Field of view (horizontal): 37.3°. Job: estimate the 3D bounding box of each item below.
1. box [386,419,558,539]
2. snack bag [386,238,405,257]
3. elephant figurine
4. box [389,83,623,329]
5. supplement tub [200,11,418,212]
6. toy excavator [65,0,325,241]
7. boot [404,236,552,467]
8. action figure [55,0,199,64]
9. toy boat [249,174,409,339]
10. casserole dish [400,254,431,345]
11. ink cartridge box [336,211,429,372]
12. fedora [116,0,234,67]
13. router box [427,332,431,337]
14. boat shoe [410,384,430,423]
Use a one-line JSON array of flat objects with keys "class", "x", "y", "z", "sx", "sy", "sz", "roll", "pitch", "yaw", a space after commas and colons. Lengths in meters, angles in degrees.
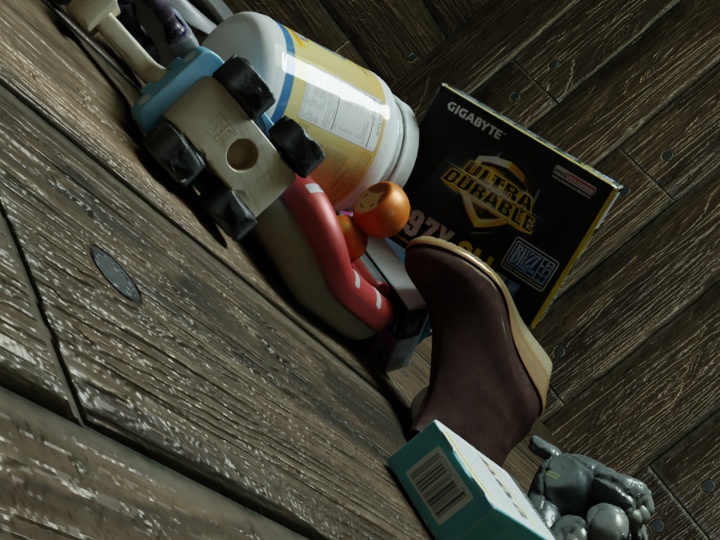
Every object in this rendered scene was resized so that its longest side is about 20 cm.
[{"class": "box", "x": 0.095, "y": 0.185, "z": 0.824, "sx": 0.082, "sy": 0.049, "sz": 0.200, "roll": 55, "pitch": 6, "yaw": 34}, {"class": "snack bag", "x": -0.015, "y": -0.084, "z": 1.178, "sx": 0.021, "sy": 0.200, "sz": 0.189, "roll": -34, "pitch": 85, "yaw": -43}, {"class": "elephant figurine", "x": 0.239, "y": 0.291, "z": 1.066, "sx": 0.141, "sy": 0.156, "sz": 0.201, "roll": -2, "pitch": -49, "yaw": 38}, {"class": "box", "x": 0.128, "y": -0.063, "z": 1.038, "sx": 0.199, "sy": 0.160, "sz": 0.049, "roll": 34, "pitch": 17, "yaw": 15}, {"class": "supplement tub", "x": -0.056, "y": -0.140, "z": 1.007, "sx": 0.199, "sy": 0.145, "sz": 0.145, "roll": 20, "pitch": 25, "yaw": -40}, {"class": "toy excavator", "x": -0.148, "y": -0.137, "z": 0.861, "sx": 0.195, "sy": 0.100, "sz": 0.200, "roll": 50, "pitch": -8, "yaw": -32}, {"class": "boot", "x": 0.086, "y": 0.083, "z": 0.962, "sx": 0.200, "sy": 0.072, "sz": 0.167, "roll": 46, "pitch": 51, "yaw": -10}, {"class": "action figure", "x": -0.205, "y": -0.251, "z": 0.951, "sx": 0.200, "sy": 0.129, "sz": 0.070, "roll": 74, "pitch": -5, "yaw": -59}, {"class": "toy boat", "x": -0.013, "y": -0.031, "z": 0.960, "sx": 0.131, "sy": 0.131, "sz": 0.200, "roll": 53, "pitch": 5, "yaw": 29}, {"class": "casserole dish", "x": 0.054, "y": 0.023, "z": 1.162, "sx": 0.039, "sy": 0.122, "sz": 0.200, "roll": 28, "pitch": -9, "yaw": -11}, {"class": "ink cartridge box", "x": 0.000, "y": 0.000, "z": 1.099, "sx": 0.200, "sy": 0.037, "sz": 0.095, "roll": 56, "pitch": -36, "yaw": 34}, {"class": "fedora", "x": -0.219, "y": -0.282, "z": 1.167, "sx": 0.177, "sy": 0.090, "sz": 0.200, "roll": 50, "pitch": 13, "yaw": 14}, {"class": "router box", "x": 0.047, "y": -0.020, "z": 1.455, "sx": 0.200, "sy": 0.051, "sz": 0.149, "roll": 50, "pitch": 40, "yaw": -13}, {"class": "boat shoe", "x": 0.101, "y": 0.148, "z": 1.058, "sx": 0.199, "sy": 0.065, "sz": 0.074, "roll": 12, "pitch": 64, "yaw": -51}]
